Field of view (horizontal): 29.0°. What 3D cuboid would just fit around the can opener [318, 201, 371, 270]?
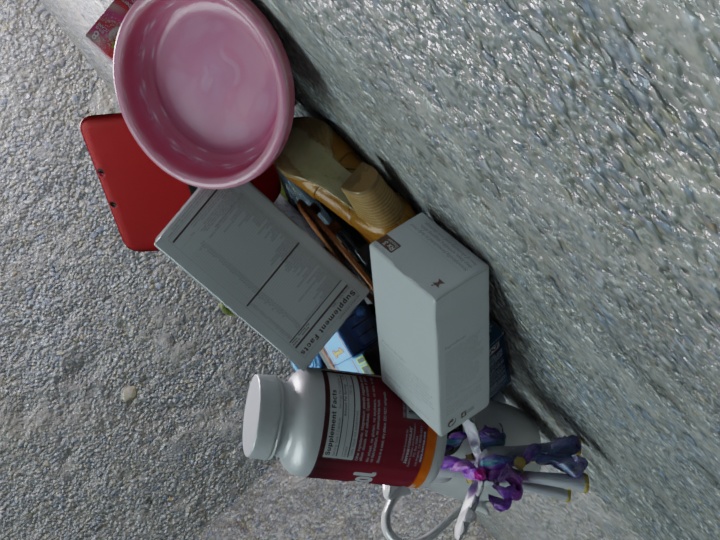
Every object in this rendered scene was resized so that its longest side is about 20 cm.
[{"bbox_3d":[0.009,-0.047,1.490,0.201,0.053,0.067,52,175,-22],"label":"can opener"}]

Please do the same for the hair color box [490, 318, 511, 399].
[{"bbox_3d":[0.110,0.081,1.534,0.100,0.060,0.200,46,173,20],"label":"hair color box"}]

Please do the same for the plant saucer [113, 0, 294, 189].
[{"bbox_3d":[-0.143,-0.180,1.329,0.201,0.201,0.051,48,-146,6],"label":"plant saucer"}]

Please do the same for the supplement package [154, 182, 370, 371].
[{"bbox_3d":[-0.103,-0.006,1.439,0.200,0.114,0.110,42,178,-8],"label":"supplement package"}]

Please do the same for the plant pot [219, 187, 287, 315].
[{"bbox_3d":[-0.144,-0.072,1.875,0.185,0.199,0.201,58,176,15],"label":"plant pot"}]

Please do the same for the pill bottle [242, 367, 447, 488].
[{"bbox_3d":[-0.018,0.161,1.446,0.198,0.114,0.113,8,-177,-14],"label":"pill bottle"}]

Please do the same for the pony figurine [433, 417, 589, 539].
[{"bbox_3d":[0.144,0.214,1.516,0.193,0.197,0.169,103,169,-75],"label":"pony figurine"}]

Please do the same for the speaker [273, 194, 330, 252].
[{"bbox_3d":[-0.103,-0.044,1.689,0.200,0.081,0.081,43,172,41],"label":"speaker"}]

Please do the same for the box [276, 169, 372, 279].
[{"bbox_3d":[-0.015,-0.048,1.649,0.200,0.051,0.158,48,174,13],"label":"box"}]

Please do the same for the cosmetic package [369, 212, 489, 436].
[{"bbox_3d":[0.070,0.054,1.348,0.102,0.074,0.201,41,150,35],"label":"cosmetic package"}]

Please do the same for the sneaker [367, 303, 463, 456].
[{"bbox_3d":[0.057,0.129,1.643,0.201,0.066,0.091,54,178,7],"label":"sneaker"}]

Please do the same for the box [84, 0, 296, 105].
[{"bbox_3d":[-0.174,-0.208,1.443,0.200,0.100,0.095,40,178,8],"label":"box"}]

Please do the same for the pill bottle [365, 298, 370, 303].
[{"bbox_3d":[-0.068,0.013,2.062,0.200,0.112,0.113,47,173,16],"label":"pill bottle"}]

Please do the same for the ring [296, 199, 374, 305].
[{"bbox_3d":[0.000,0.000,1.490,0.201,0.019,0.200,50,177,4],"label":"ring"}]

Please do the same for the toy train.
[{"bbox_3d":[-0.024,0.078,1.566,0.114,0.086,0.201,-29,92,38],"label":"toy train"}]

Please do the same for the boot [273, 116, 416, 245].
[{"bbox_3d":[-0.010,-0.069,1.416,0.201,0.071,0.144,35,165,47],"label":"boot"}]

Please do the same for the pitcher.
[{"bbox_3d":[0.115,0.246,1.683,0.121,0.197,0.174,126,141,-74],"label":"pitcher"}]

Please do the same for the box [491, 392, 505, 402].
[{"bbox_3d":[0.091,0.083,1.759,0.200,0.041,0.156,46,173,32],"label":"box"}]

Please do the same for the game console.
[{"bbox_3d":[-0.200,-0.130,1.597,0.118,0.172,0.201,22,143,32],"label":"game console"}]
